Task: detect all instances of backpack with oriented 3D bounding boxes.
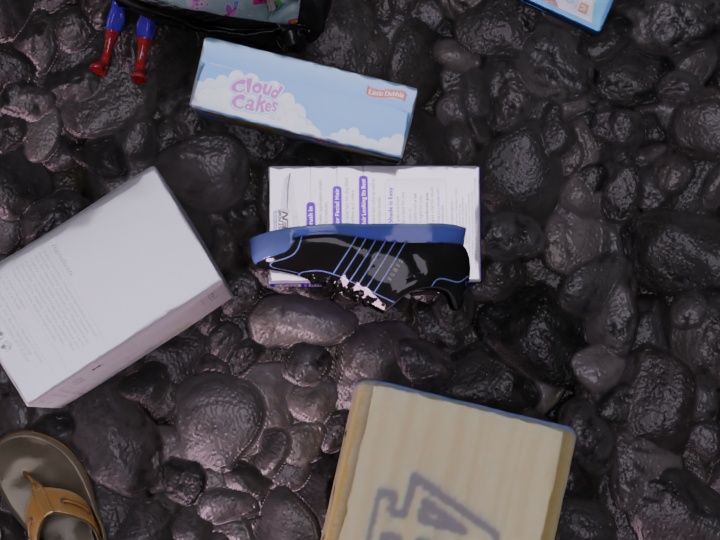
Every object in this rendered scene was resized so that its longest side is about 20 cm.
[{"bbox_3d":[-0.136,-0.275,1.610,0.198,0.167,0.128,10,98,-23],"label":"backpack"}]

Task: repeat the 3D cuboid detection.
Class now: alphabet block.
[{"bbox_3d":[0.068,0.214,1.598,0.195,0.195,0.202,13,86,1],"label":"alphabet block"}]

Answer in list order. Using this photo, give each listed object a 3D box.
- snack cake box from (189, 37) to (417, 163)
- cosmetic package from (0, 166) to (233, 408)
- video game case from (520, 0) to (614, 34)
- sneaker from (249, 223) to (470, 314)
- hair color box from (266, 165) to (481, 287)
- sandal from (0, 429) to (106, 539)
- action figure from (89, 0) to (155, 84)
[{"bbox_3d":[-0.051,-0.154,1.656,0.198,0.115,0.068,14,92,-1],"label":"snack cake box"},{"bbox_3d":[-0.227,0.021,1.597,0.199,0.199,0.123,-34,87,-4],"label":"cosmetic package"},{"bbox_3d":[0.166,-0.332,1.727,0.199,0.018,0.144,24,85,0],"label":"video game case"},{"bbox_3d":[0.000,0.000,1.611,0.198,0.070,0.079,-1,83,-2],"label":"sneaker"},{"bbox_3d":[0.012,-0.040,1.679,0.198,0.065,0.110,0,86,-3],"label":"hair color box"},{"bbox_3d":[-0.276,0.238,1.652,0.080,0.054,0.201,-22,87,-3],"label":"sandal"},{"bbox_3d":[-0.207,-0.282,1.698,0.065,0.052,0.202,11,83,2],"label":"action figure"}]
